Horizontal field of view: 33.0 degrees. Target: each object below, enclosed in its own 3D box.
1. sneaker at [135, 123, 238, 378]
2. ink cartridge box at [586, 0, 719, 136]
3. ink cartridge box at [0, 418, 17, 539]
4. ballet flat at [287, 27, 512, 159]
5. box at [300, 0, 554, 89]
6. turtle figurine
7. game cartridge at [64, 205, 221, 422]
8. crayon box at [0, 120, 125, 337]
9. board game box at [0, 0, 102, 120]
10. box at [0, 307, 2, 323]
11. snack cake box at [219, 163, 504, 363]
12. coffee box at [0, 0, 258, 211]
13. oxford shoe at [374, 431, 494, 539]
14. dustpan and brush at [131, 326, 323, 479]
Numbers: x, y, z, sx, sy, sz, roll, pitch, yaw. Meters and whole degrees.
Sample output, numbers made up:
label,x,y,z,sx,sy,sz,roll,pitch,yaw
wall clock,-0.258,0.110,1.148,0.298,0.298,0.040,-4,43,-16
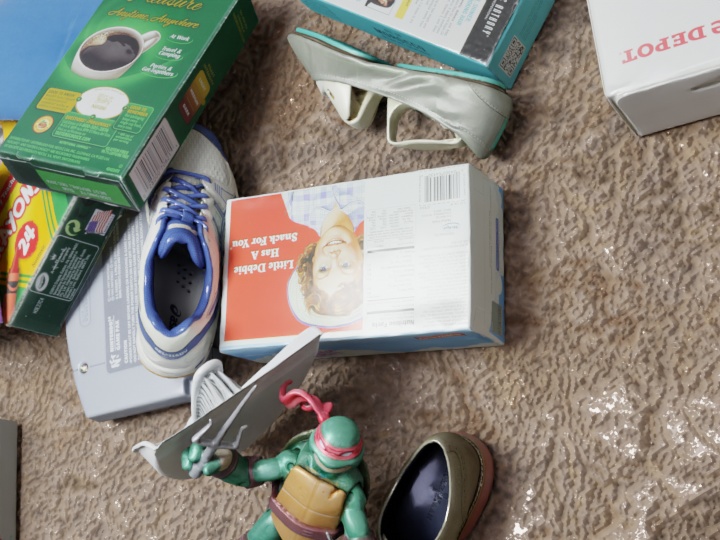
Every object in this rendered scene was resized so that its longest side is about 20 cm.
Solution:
label,x,y,z,sx,sy,sz,roll,pitch,yaw
sneaker,-0.124,-0.026,0.895,0.074,0.088,0.203,3,69,-9
ink cartridge box,0.221,-0.206,0.792,0.144,0.083,0.203,-14,70,24
ink cartridge box,-0.370,0.219,0.956,0.144,0.144,0.203,-11,71,24
ballet flat,0.017,-0.128,0.891,0.198,0.067,0.064,21,95,31
box,0.042,-0.211,0.908,0.199,0.049,0.083,28,91,31
turtle figurine,-0.036,0.158,0.767,0.149,0.100,0.202,33,129,20
game cartridge,-0.177,0.014,0.973,0.132,0.040,0.203,-13,71,21
crayon box,-0.285,-0.053,1.012,0.200,0.051,0.128,41,105,42
board game box,-0.242,-0.176,1.026,0.197,0.039,0.160,1,57,15
box,-0.358,-0.009,1.009,0.199,0.039,0.139,-15,82,52
snack cake box,0.000,0.000,0.864,0.198,0.067,0.117,-6,76,27
coffee box,-0.173,-0.144,0.931,0.122,0.044,0.201,12,60,25
oxford shoe,0.023,0.198,0.793,0.070,0.074,0.202,15,85,27
dustpan and brush,-0.104,0.104,0.842,0.139,0.201,0.057,-33,70,-26
